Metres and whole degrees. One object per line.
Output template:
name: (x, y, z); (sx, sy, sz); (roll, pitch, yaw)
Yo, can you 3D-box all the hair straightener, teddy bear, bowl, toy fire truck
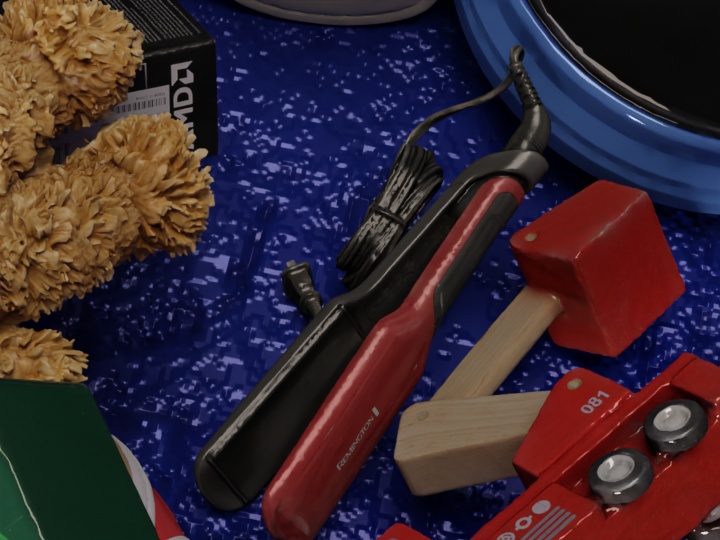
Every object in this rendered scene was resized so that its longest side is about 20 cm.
hair straightener: (0.000, 0.000, 0.929); (0.077, 0.041, 0.200); (21, 74, 38)
teddy bear: (-0.138, -0.010, 0.822); (0.199, 0.067, 0.146); (-17, 103, -22)
bowl: (0.134, -0.117, 1.006); (0.200, 0.039, 0.201); (7, 60, -12)
toy fire truck: (0.059, 0.059, 0.876); (0.200, 0.049, 0.141); (-39, 35, -20)

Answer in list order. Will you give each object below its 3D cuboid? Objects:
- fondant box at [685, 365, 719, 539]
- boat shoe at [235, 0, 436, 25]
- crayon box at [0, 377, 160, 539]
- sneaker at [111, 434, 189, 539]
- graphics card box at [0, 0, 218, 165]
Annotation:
fondant box: (0.184, 0.110, 0.894); (0.144, 0.058, 0.201); (14, 62, 3)
boat shoe: (-0.061, -0.150, 1.006); (0.199, 0.072, 0.060); (14, 43, -8)
crayon box: (-0.128, 0.158, 0.766); (0.058, 0.200, 0.173); (7, 50, -55)
sneaker: (-0.047, 0.130, 0.856); (0.071, 0.112, 0.200); (-51, 36, 13)
graphics card box: (-0.162, -0.066, 0.911); (0.199, 0.051, 0.125); (-15, 33, -22)
